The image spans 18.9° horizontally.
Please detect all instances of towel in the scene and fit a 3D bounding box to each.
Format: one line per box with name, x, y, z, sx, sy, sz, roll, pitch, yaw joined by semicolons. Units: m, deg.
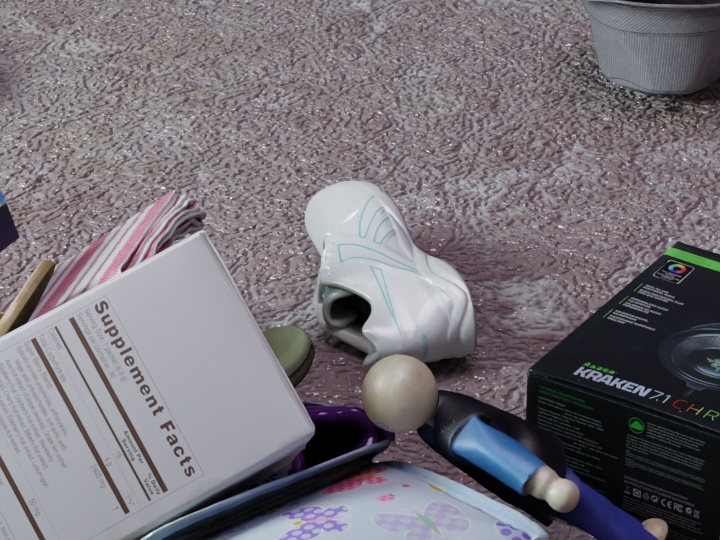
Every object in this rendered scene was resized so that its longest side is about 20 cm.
towel;-0.190;0.030;1.315;0.199;0.030;0.146;-32;12;20

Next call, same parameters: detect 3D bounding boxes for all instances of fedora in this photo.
fedora;0.245;-0.198;1.756;0.175;0.091;0.200;-2;22;-5

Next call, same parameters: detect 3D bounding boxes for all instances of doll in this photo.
doll;0.085;0.104;1.119;0.200;0.049;0.136;36;2;-18

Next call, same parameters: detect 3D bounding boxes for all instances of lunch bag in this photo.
lunch bag;-0.027;0.165;1.071;0.169;0.128;0.200;-19;21;-30

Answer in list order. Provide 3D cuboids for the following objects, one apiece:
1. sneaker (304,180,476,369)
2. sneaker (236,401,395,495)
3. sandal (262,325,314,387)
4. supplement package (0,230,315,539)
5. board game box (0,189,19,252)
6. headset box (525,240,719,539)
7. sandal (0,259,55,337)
sneaker;0.000;0.000;1.426;0.080;0.071;0.200;-16;32;-20
sneaker;-0.081;0.108;1.194;0.199;0.075;0.087;-17;-4;-26
sandal;-0.113;0.051;1.211;0.200;0.058;0.080;-7;13;-31
supplement package;-0.140;0.087;1.096;0.199;0.120;0.121;-28;-7;-13
board game box;-0.324;0.009;1.271;0.199;0.057;0.165;-15;14;23
headset box;0.217;0.078;1.251;0.173;0.093;0.200;19;34;31
sandal;-0.249;0.069;1.189;0.069;0.213;0.078;29;-13;-1
